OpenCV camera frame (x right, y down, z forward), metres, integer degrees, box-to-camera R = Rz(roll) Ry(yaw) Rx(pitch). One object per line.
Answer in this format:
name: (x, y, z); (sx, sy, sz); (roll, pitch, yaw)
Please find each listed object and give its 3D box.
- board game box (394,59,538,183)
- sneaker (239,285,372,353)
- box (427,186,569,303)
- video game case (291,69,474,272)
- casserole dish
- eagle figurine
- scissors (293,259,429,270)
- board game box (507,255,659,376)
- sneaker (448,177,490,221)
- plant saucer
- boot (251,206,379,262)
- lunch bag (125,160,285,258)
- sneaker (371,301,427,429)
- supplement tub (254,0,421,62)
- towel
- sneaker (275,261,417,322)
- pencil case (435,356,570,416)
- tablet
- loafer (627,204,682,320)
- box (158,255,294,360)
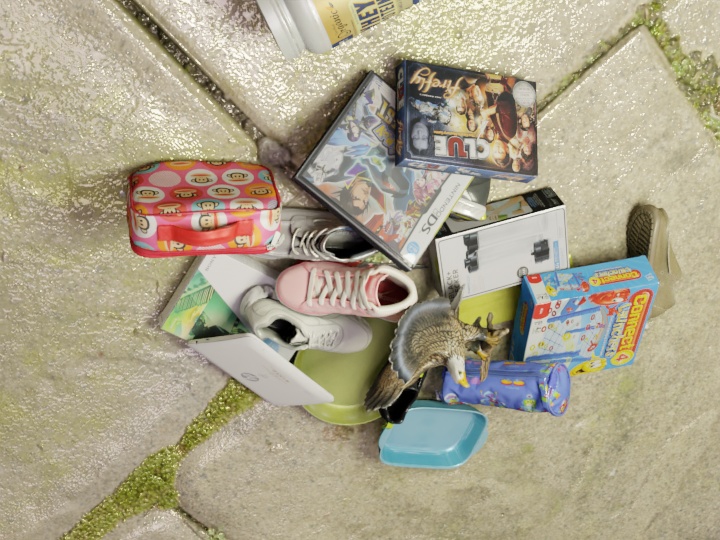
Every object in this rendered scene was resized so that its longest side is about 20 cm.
board game box: (0.142, -0.196, 1.433); (0.197, 0.035, 0.138); (5, 79, -21)
sneaker: (-0.072, 0.086, 1.515); (0.198, 0.081, 0.076); (14, 112, -23)
box: (0.199, -0.035, 1.567); (0.197, 0.060, 0.118); (-14, 123, -6)
video game case: (0.038, -0.130, 1.425); (0.199, 0.025, 0.182); (38, 77, -12)
casserole dish: (0.110, 0.253, 1.697); (0.198, 0.039, 0.122); (9, 120, -29)
eagle figurine: (0.100, 0.108, 1.478); (0.197, 0.151, 0.154); (-6, 102, -19)
scissors: (0.000, 0.000, 1.566); (0.198, 0.014, 0.074); (13, 111, -22)
board game box: (0.332, 0.079, 1.632); (0.193, 0.056, 0.201); (-10, 139, -9)
sneaker: (0.091, -0.134, 1.494); (0.198, 0.074, 0.086); (22, 83, -16)
plant saucer: (-0.008, 0.142, 1.628); (0.197, 0.031, 0.203); (-7, 118, -12)
boot: (-0.066, -0.047, 1.466); (0.197, 0.096, 0.075); (-6, 103, -15)
lunch bag: (-0.198, -0.075, 1.378); (0.197, 0.177, 0.083); (-2, 118, -12)
sneaker: (0.080, 0.145, 1.587); (0.071, 0.083, 0.202); (14, 113, -22)
supplement tub: (-0.030, -0.350, 1.293); (0.198, 0.145, 0.145); (-27, 121, 1)
towel: (0.231, 0.032, 1.641); (0.197, 0.018, 0.087); (-14, 115, -6)
sneaker: (-0.016, 0.022, 1.445); (0.197, 0.105, 0.076); (9, 78, -2)
pencil case: (0.213, 0.169, 1.615); (0.198, 0.079, 0.087); (2, 157, 31)
tablet: (-0.141, 0.146, 1.542); (0.129, 0.014, 0.200); (-8, 143, 37)
loafer: (0.449, -0.016, 1.641); (0.066, 0.076, 0.202); (-13, 128, -10)
box: (-0.167, 0.058, 1.539); (0.198, 0.036, 0.145); (27, 108, -24)
